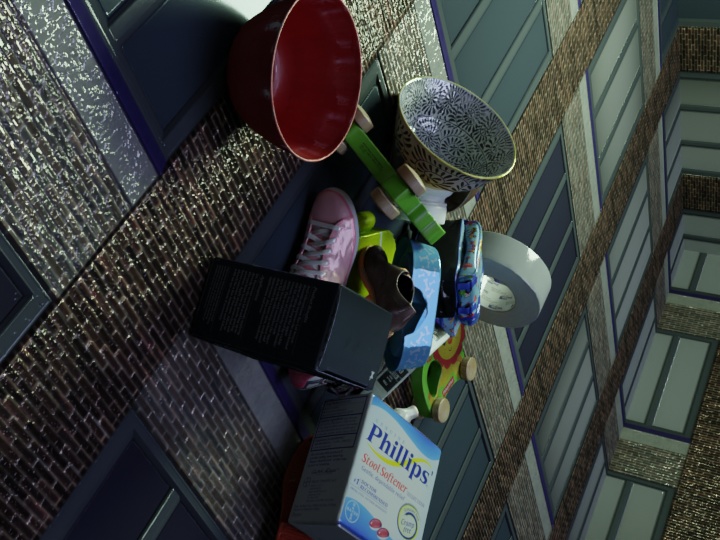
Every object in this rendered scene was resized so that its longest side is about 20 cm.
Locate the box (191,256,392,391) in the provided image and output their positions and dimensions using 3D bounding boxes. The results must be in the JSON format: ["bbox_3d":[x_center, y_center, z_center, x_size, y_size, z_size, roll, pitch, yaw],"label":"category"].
[{"bbox_3d":[-0.083,0.067,1.147,0.148,0.198,0.106,33,71,-59],"label":"box"}]

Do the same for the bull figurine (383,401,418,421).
[{"bbox_3d":[0.038,0.298,1.543,0.201,0.065,0.121,-57,153,11],"label":"bull figurine"}]

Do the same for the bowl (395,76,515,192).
[{"bbox_3d":[0.122,-0.183,1.368,0.201,0.200,0.094,-42,172,-47],"label":"bowl"}]

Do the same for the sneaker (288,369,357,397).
[{"bbox_3d":[-0.038,0.154,1.382,0.199,0.080,0.076,-5,106,-61],"label":"sneaker"}]

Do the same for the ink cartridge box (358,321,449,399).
[{"bbox_3d":[0.057,0.171,1.525,0.200,0.039,0.099,-48,172,28],"label":"ink cartridge box"}]

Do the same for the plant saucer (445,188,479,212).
[{"bbox_3d":[0.165,-0.195,1.530,0.034,0.200,0.203,5,96,-22],"label":"plant saucer"}]

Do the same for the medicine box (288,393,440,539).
[{"bbox_3d":[0.012,0.315,1.360,0.182,0.102,0.202,42,51,-34],"label":"medicine box"}]

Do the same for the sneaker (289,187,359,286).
[{"bbox_3d":[-0.059,-0.012,1.291,0.104,0.074,0.203,-20,120,-63],"label":"sneaker"}]

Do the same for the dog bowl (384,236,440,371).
[{"bbox_3d":[0.078,0.053,1.388,0.111,0.049,0.203,-153,-110,-74],"label":"dog bowl"}]

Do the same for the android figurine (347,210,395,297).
[{"bbox_3d":[0.000,0.000,1.439,0.199,0.041,0.185,-20,116,-57],"label":"android figurine"}]

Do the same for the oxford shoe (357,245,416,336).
[{"bbox_3d":[0.044,0.021,1.333,0.072,0.072,0.201,52,16,-33],"label":"oxford shoe"}]

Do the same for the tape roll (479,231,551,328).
[{"bbox_3d":[0.255,0.020,1.740,0.067,0.198,0.201,-59,145,-31],"label":"tape roll"}]

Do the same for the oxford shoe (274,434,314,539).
[{"bbox_3d":[-0.092,0.346,1.386,0.073,0.070,0.202,119,-10,-64],"label":"oxford shoe"}]

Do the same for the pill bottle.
[{"bbox_3d":[0.103,-0.181,1.488,0.113,0.112,0.203,-3,101,-60],"label":"pill bottle"}]

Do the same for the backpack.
[{"bbox_3d":[0.142,0.031,1.586,0.184,0.132,0.202,-75,163,-49],"label":"backpack"}]

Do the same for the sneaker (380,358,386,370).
[{"bbox_3d":[0.058,0.084,1.495,0.201,0.071,0.080,-52,173,20],"label":"sneaker"}]

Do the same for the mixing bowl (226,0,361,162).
[{"bbox_3d":[-0.092,-0.239,1.125,0.199,0.107,0.203,-27,122,-54],"label":"mixing bowl"}]

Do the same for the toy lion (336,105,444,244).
[{"bbox_3d":[0.045,-0.129,1.337,0.068,0.201,0.192,-39,161,6],"label":"toy lion"}]

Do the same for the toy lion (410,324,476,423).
[{"bbox_3d":[0.149,0.155,1.747,0.200,0.068,0.194,-49,132,-42],"label":"toy lion"}]
